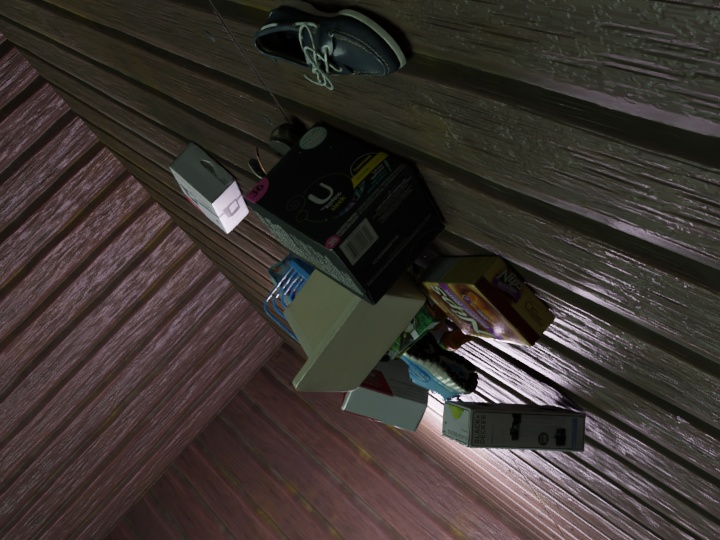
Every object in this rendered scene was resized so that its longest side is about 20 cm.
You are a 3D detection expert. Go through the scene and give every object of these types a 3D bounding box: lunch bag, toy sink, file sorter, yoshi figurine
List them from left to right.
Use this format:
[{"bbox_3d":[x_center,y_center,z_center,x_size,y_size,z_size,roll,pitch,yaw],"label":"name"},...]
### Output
[{"bbox_3d":[-0.107,0.065,1.872,0.200,0.122,0.170,43,168,25],"label":"lunch bag"},{"bbox_3d":[-0.087,0.058,1.602,0.139,0.123,0.200,40,-166,9],"label":"file sorter"},{"bbox_3d":[-0.025,0.071,1.166,0.130,0.200,0.112,9,-144,-44],"label":"toy sink"},{"bbox_3d":[0.128,0.105,1.393,0.112,0.113,0.200,5,162,-19],"label":"yoshi figurine"}]

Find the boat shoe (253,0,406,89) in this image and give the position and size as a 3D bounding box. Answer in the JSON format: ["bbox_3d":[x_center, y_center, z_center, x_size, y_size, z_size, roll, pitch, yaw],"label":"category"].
[{"bbox_3d":[-0.037,-0.225,0.793,0.200,0.062,0.075,33,162,38],"label":"boat shoe"}]

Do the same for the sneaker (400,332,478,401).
[{"bbox_3d":[0.091,0.150,1.285,0.200,0.078,0.090,39,132,-4],"label":"sneaker"}]

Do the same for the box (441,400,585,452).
[{"bbox_3d":[0.243,0.248,1.262,0.199,0.060,0.117,5,177,-14],"label":"box"}]

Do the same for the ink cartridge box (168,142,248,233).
[{"bbox_3d":[-0.356,-0.192,1.866,0.145,0.083,0.200,40,168,13],"label":"ink cartridge box"}]

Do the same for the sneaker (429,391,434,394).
[{"bbox_3d":[0.123,0.198,1.705,0.108,0.070,0.200,37,174,45],"label":"sneaker"}]

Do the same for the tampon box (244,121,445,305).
[{"bbox_3d":[-0.023,-0.079,1.038,0.200,0.150,0.126,31,164,42],"label":"tampon box"}]

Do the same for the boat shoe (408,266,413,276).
[{"bbox_3d":[0.037,0.025,1.307,0.072,0.072,0.200,31,147,21],"label":"boat shoe"}]

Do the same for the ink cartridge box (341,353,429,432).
[{"bbox_3d":[0.055,0.187,1.493,0.145,0.200,0.083,17,128,-4],"label":"ink cartridge box"}]

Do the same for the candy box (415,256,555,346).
[{"bbox_3d":[0.164,0.039,1.076,0.117,0.056,0.200,45,169,-12],"label":"candy box"}]

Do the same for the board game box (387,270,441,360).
[{"bbox_3d":[0.035,0.028,1.225,0.023,0.105,0.200,0,-128,-54],"label":"board game box"}]

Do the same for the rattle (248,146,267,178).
[{"bbox_3d":[-0.098,-0.080,1.197,0.200,0.143,0.130,23,-178,-34],"label":"rattle"}]

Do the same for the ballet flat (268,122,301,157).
[{"bbox_3d":[-0.090,-0.169,1.217,0.067,0.047,0.200,14,163,20],"label":"ballet flat"}]
